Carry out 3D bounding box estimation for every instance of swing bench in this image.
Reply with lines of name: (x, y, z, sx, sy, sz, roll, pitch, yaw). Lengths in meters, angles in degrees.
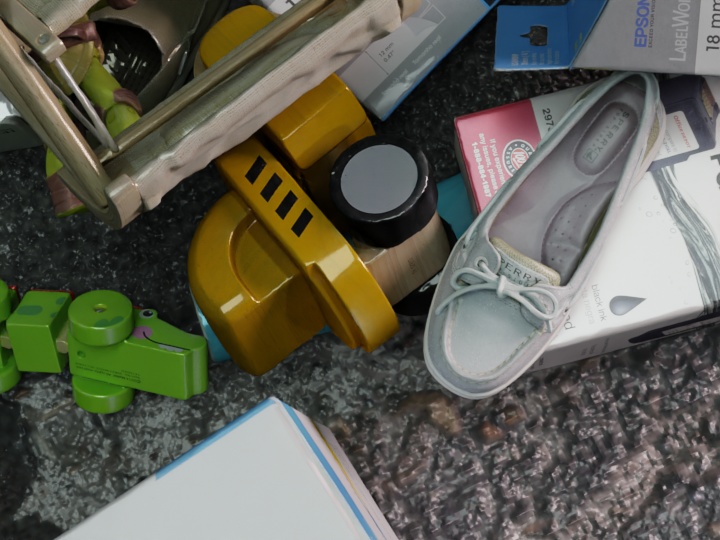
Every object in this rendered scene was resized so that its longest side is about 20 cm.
swing bench: (-0.105, -0.150, 1.373, 0.199, 0.130, 0.200, -36, 83, -11)

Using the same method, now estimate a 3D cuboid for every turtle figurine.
turtle figurine: (-0.159, -0.123, 1.461, 0.200, 0.064, 0.161, -25, 81, 10)

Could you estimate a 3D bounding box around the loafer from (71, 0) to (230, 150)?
loafer: (-0.129, -0.150, 1.547, 0.076, 0.068, 0.200, 17, 84, 10)

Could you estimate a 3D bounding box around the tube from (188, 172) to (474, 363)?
tube: (0.000, 0.000, 1.521, 0.200, 0.050, 0.077, -19, 87, -2)

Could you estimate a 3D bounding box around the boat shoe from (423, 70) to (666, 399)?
boat shoe: (0.100, -0.023, 1.397, 0.074, 0.065, 0.202, 35, 85, 8)

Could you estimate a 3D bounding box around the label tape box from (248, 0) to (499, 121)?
label tape box: (-0.011, -0.206, 1.513, 0.200, 0.066, 0.143, 45, 89, -9)

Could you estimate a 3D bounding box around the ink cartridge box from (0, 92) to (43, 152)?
ink cartridge box: (-0.279, -0.167, 1.563, 0.148, 0.086, 0.200, -9, 82, 7)

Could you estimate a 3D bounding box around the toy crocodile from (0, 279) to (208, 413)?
toy crocodile: (-0.182, 0.036, 1.526, 0.200, 0.068, 0.062, 8, 38, 17)

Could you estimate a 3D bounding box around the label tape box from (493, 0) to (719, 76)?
label tape box: (0.175, -0.152, 1.403, 0.200, 0.144, 0.063, 3, 109, 3)

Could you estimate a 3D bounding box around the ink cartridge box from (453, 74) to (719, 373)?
ink cartridge box: (0.167, -0.037, 1.472, 0.200, 0.084, 0.145, -14, 81, 0)

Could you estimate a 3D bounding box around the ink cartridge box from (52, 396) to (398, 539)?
ink cartridge box: (-0.054, 0.175, 1.419, 0.147, 0.200, 0.146, -34, 80, 2)

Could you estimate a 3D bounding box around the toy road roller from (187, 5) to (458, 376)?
toy road roller: (-0.046, -0.035, 1.451, 0.146, 0.123, 0.200, -37, 61, -7)
